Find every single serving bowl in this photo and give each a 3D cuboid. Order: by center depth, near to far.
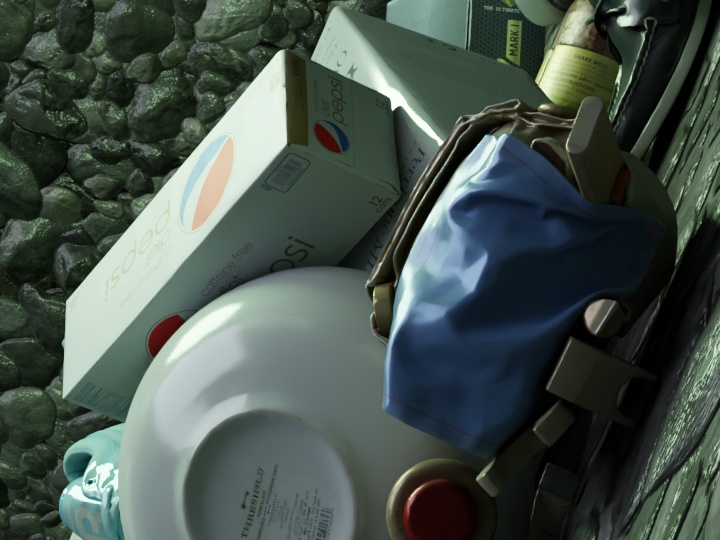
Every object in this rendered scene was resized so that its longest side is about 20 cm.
[{"bbox_3d":[-0.026,0.100,1.207,0.066,0.200,0.200,-10,-54,-66],"label":"serving bowl"}]

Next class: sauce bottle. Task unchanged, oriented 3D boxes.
[{"bbox_3d":[0.127,-0.100,1.445,0.066,0.066,0.200,134,160,-83],"label":"sauce bottle"}]

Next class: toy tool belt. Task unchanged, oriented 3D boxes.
[{"bbox_3d":[0.057,0.029,1.096,0.123,0.125,0.200,31,-98,-84],"label":"toy tool belt"}]

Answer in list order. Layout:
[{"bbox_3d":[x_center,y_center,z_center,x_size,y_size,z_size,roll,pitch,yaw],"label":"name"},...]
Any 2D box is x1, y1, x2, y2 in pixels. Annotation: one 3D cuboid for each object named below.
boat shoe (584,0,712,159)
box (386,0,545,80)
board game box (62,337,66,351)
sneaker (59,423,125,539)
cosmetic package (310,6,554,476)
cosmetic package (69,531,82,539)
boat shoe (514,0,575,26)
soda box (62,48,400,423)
[{"bbox_3d":[0.145,-0.142,1.385,0.075,0.066,0.200,124,169,-72],"label":"boat shoe"},{"bbox_3d":[0.056,-0.092,1.604,0.200,0.051,0.158,173,102,-76],"label":"box"},{"bbox_3d":[-0.067,0.005,1.578,0.200,0.037,0.151,-25,-3,-17],"label":"board game box"},{"bbox_3d":[-0.122,0.141,1.515,0.200,0.082,0.074,-137,35,-70],"label":"sneaker"},{"bbox_3d":[0.024,0.006,1.335,0.200,0.123,0.200,-66,25,16],"label":"cosmetic package"},{"bbox_3d":[-0.073,0.167,1.693,0.151,0.200,0.052,-69,-19,-68],"label":"cosmetic package"},{"bbox_3d":[0.144,-0.209,1.516,0.086,0.075,0.202,-21,22,35],"label":"boat shoe"},{"bbox_3d":[-0.064,-0.009,1.280,0.200,0.064,0.068,-46,32,35],"label":"soda box"}]
